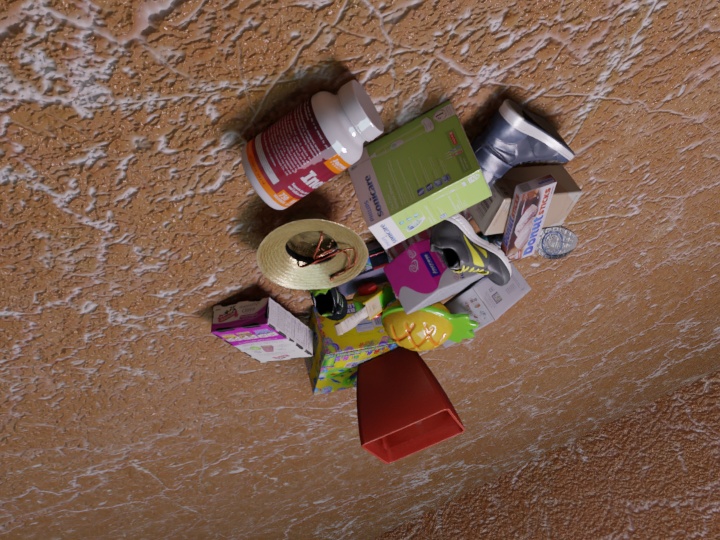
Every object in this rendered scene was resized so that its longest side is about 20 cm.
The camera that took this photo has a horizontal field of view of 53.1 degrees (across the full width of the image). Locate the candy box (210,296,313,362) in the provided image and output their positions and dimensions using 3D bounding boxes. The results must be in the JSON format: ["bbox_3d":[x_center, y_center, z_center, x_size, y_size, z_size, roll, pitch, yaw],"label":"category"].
[{"bbox_3d":[-0.197,0.126,1.484,0.133,0.063,0.200,-9,152,21],"label":"candy box"}]

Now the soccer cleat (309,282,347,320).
[{"bbox_3d":[-0.066,0.063,1.414,0.066,0.083,0.201,-12,149,6],"label":"soccer cleat"}]

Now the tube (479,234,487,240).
[{"bbox_3d":[0.295,-0.064,1.507,0.196,0.051,0.078,-23,146,-2],"label":"tube"}]

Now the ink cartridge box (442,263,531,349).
[{"bbox_3d":[0.262,0.062,1.545,0.174,0.085,0.200,-34,175,-33],"label":"ink cartridge box"}]

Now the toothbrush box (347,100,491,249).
[{"bbox_3d":[0.091,-0.152,1.161,0.196,0.148,0.086,-26,149,11],"label":"toothbrush box"}]

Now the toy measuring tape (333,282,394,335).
[{"bbox_3d":[-0.004,0.076,1.439,0.199,0.074,0.074,-32,165,-45],"label":"toy measuring tape"}]

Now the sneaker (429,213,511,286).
[{"bbox_3d":[0.197,-0.023,1.335,0.199,0.086,0.074,38,155,-19],"label":"sneaker"}]

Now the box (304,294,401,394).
[{"bbox_3d":[-0.015,0.168,1.621,0.195,0.124,0.194,-8,147,-19],"label":"box"}]

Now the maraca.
[{"bbox_3d":[0.138,0.109,1.459,0.194,0.109,0.138,7,153,1],"label":"maraca"}]

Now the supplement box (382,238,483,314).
[{"bbox_3d":[0.153,-0.003,1.398,0.198,0.103,0.103,-19,165,-46],"label":"supplement box"}]

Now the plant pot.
[{"bbox_3d":[0.092,0.282,1.569,0.196,0.179,0.200,-24,150,8],"label":"plant pot"}]

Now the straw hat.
[{"bbox_3d":[-0.087,-0.055,1.271,0.195,0.087,0.203,-5,142,-4],"label":"straw hat"}]

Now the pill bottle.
[{"bbox_3d":[-0.069,-0.185,1.054,0.197,0.115,0.112,-30,147,19],"label":"pill bottle"}]

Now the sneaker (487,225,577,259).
[{"bbox_3d":[0.341,-0.080,1.439,0.195,0.088,0.076,11,121,-12],"label":"sneaker"}]

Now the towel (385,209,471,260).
[{"bbox_3d":[0.123,-0.100,1.341,0.197,0.030,0.147,-32,147,2],"label":"towel"}]

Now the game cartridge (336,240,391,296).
[{"bbox_3d":[0.000,0.000,1.458,0.195,0.039,0.130,-20,153,1],"label":"game cartridge"}]

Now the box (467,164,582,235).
[{"bbox_3d":[0.304,-0.134,1.343,0.196,0.079,0.096,-9,142,-28],"label":"box"}]

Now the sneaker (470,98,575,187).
[{"bbox_3d":[0.266,-0.196,1.238,0.199,0.078,0.147,16,125,-38],"label":"sneaker"}]

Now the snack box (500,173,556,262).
[{"bbox_3d":[0.298,-0.089,1.302,0.070,0.025,0.202,-20,146,-14],"label":"snack box"}]
